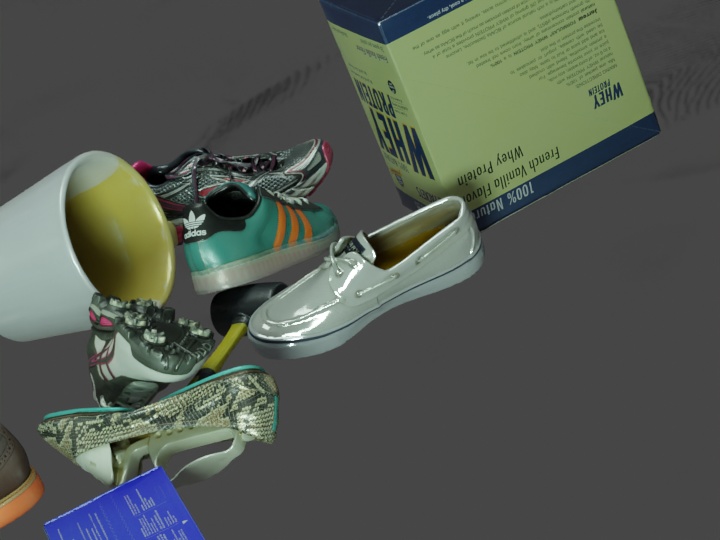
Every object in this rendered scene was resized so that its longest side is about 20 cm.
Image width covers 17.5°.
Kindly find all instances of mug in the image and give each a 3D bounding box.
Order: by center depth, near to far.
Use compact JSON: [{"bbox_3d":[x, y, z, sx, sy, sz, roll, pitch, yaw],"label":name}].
[{"bbox_3d":[-0.254,-0.001,2.030,0.153,0.187,0.150,-20,54,30],"label":"mug"}]

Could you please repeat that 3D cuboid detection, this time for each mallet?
[{"bbox_3d":[-0.124,0.077,1.823,0.066,0.041,0.200,-4,33,39],"label":"mallet"}]

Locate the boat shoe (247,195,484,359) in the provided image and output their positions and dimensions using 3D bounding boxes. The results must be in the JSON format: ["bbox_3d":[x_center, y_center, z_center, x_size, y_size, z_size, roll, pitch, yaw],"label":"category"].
[{"bbox_3d":[0.000,0.000,1.806,0.200,0.070,0.071,-23,43,-6],"label":"boat shoe"}]

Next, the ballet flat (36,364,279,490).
[{"bbox_3d":[-0.149,0.124,1.701,0.200,0.068,0.075,-14,68,22],"label":"ballet flat"}]

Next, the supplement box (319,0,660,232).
[{"bbox_3d":[0.107,-0.168,1.923,0.200,0.200,0.134,-29,23,-13],"label":"supplement box"}]

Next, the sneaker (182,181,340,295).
[{"bbox_3d":[-0.081,-0.040,1.932,0.071,0.080,0.200,-12,7,28],"label":"sneaker"}]

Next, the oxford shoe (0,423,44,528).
[{"bbox_3d":[-0.336,0.183,1.735,0.200,0.073,0.071,-33,25,-22],"label":"oxford shoe"}]

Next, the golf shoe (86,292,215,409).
[{"bbox_3d":[-0.163,0.073,1.789,0.077,0.088,0.200,10,3,-17],"label":"golf shoe"}]

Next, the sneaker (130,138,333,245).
[{"bbox_3d":[-0.120,-0.080,2.110,0.200,0.075,0.081,-16,24,15],"label":"sneaker"}]

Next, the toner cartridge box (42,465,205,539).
[{"bbox_3d":[-0.145,0.202,1.552,0.095,0.043,0.200,-27,23,-7],"label":"toner cartridge box"}]
